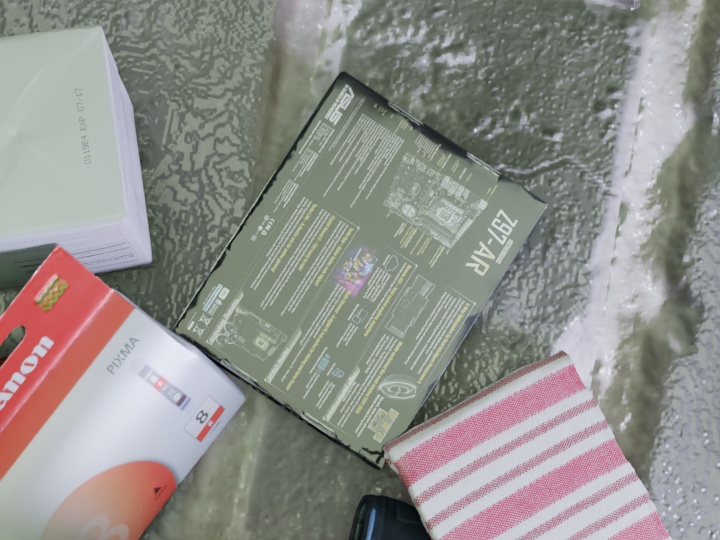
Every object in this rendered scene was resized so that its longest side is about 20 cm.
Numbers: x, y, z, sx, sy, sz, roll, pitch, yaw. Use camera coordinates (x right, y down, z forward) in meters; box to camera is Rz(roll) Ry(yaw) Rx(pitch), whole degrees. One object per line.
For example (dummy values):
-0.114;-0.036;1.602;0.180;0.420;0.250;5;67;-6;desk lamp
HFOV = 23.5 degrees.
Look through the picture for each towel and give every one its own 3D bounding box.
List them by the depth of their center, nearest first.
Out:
0.115;0.166;1.076;0.146;0.030;0.201;-24;82;-25;towel

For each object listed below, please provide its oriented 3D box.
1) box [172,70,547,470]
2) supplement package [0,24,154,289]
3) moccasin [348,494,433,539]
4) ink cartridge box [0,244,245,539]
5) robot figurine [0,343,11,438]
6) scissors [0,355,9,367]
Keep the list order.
0.000;0.000;1.104;0.160;0.044;0.201;32;83;2;box
-0.189;-0.059;1.026;0.109;0.200;0.115;-8;82;-4;supplement package
-0.020;0.231;1.063;0.068;0.080;0.201;32;71;-14;moccasin
-0.164;0.094;1.012;0.050;0.200;0.163;34;82;27;ink cartridge box
-0.303;0.090;1.037;0.199;0.116;0.177;-19;104;6;robot figurine
-0.291;0.084;1.099;0.198;0.014;0.074;5;85;-3;scissors
